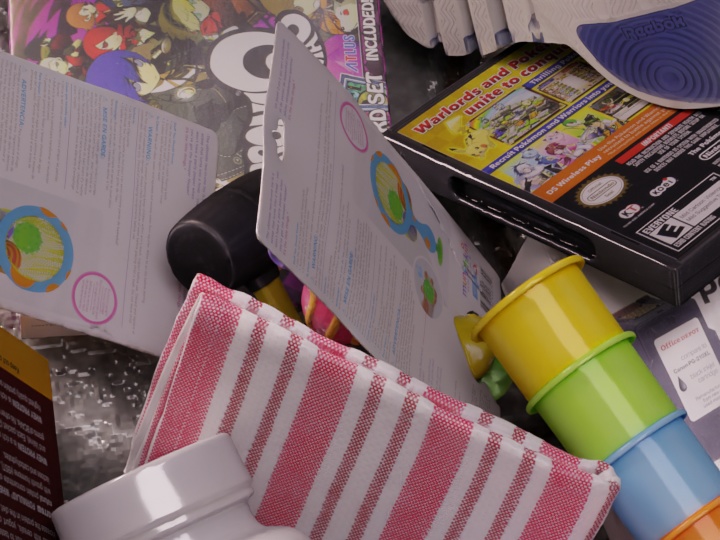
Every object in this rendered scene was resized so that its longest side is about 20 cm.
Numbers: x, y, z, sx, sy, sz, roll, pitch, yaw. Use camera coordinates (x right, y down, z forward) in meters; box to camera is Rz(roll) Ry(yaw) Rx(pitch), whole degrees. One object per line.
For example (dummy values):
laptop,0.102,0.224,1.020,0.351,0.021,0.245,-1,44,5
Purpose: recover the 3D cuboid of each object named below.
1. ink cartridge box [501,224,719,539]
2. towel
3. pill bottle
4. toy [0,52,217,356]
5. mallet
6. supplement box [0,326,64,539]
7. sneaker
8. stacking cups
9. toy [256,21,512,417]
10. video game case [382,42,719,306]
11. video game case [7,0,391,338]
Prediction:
ink cartridge box,0.171,0.056,1.058,0.144,0.084,0.201,-18,73,-13
towel,0.001,0.091,0.993,0.199,0.147,0.030,25,45,2
pill bottle,-0.051,0.174,0.949,0.112,0.112,0.201,-24,85,-16
toy,-0.157,-0.033,1.001,0.199,0.047,0.116,21,62,-37
mallet,-0.011,0.045,1.037,0.200,0.041,0.066,56,42,-14
supplement box,-0.207,0.118,0.901,0.132,0.197,0.201,-13,70,11
sneaker,0.117,-0.150,1.087,0.199,0.081,0.115,17,46,34
stacking cups,0.126,0.091,0.973,0.060,0.061,0.200,-32,79,-18
toy,0.000,0.000,1.005,0.047,0.200,0.116,-21,47,27
video game case,0.141,-0.072,1.067,0.200,0.026,0.180,-35,43,-29
video game case,-0.075,-0.069,1.097,0.180,0.036,0.201,-2,70,-7
